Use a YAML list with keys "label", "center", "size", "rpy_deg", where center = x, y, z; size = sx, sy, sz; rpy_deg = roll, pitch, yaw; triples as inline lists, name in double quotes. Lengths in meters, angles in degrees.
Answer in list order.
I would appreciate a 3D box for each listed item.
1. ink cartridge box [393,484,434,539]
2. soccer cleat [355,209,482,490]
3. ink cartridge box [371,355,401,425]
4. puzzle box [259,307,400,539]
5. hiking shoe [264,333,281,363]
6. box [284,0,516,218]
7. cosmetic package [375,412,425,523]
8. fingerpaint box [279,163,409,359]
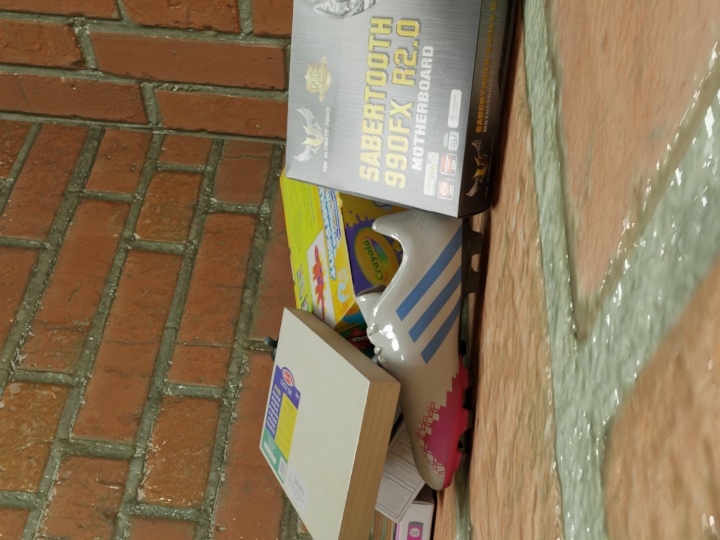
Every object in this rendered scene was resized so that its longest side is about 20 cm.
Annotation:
- label: "ink cartridge box"
  center: [0.048, 0.302, 0.786]
  size: [0.095, 0.037, 0.202]
  rpy_deg: [-78, -9, -79]
- label: "soccer cleat"
  center: [0.038, 0.054, 0.562]
  size: [0.070, 0.086, 0.202]
  rpy_deg: [-38, -49, -89]
- label: "ink cartridge box"
  center: [0.015, 0.116, 0.707]
  size: [0.201, 0.039, 0.099]
  rpy_deg: [-58, 3, -13]
- label: "puzzle box"
  center: [-0.032, 0.116, 0.604]
  size: [0.200, 0.025, 0.134]
  rpy_deg: [-150, 69, -65]
- label: "hiking shoe"
  center: [-0.029, 0.111, 0.833]
  size: [0.075, 0.086, 0.200]
  rpy_deg: [-52, -25, -10]
- label: "box"
  center: [0.024, -0.151, 0.538]
  size: [0.048, 0.158, 0.202]
  rpy_deg: [-16, -63, -51]
- label: "cosmetic package"
  center: [0.036, 0.162, 0.761]
  size: [0.083, 0.050, 0.200]
  rpy_deg: [-56, 2, 4]
- label: "fingerpaint box"
  center: [-0.011, -0.037, 0.700]
  size: [0.167, 0.073, 0.201]
  rpy_deg: [125, 139, -60]
